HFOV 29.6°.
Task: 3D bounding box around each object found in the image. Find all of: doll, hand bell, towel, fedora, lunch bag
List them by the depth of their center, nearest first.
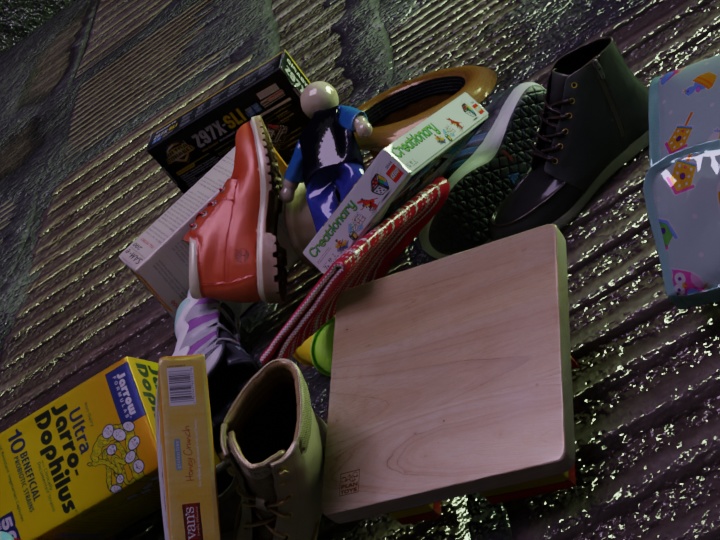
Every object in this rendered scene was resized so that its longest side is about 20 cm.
[{"bbox_3d":[0.302,-0.072,0.999,0.169,0.122,0.202,-16,43,33],"label":"lunch bag"},{"bbox_3d":[0.000,0.000,1.187,0.145,0.022,0.200,-52,-7,37],"label":"towel"},{"bbox_3d":[-0.031,-0.098,1.342,0.136,0.048,0.202,-31,60,38],"label":"doll"},{"bbox_3d":[0.033,-0.064,1.383,0.198,0.105,0.105,-6,40,28],"label":"hand bell"},{"bbox_3d":[0.064,-0.143,1.421,0.199,0.082,0.201,-23,20,9],"label":"fedora"}]

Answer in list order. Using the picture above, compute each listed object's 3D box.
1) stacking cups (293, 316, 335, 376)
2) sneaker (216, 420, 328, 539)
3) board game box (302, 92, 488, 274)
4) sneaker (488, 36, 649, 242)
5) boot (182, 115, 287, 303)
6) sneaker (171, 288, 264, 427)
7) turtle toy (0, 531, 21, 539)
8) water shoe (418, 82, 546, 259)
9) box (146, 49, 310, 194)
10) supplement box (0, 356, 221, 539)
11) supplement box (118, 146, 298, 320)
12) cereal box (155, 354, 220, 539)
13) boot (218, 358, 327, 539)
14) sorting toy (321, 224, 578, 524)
[{"bbox_3d":[0.012,0.080,1.206,0.061,0.061,0.199,-47,33,-16],"label":"stacking cups"},{"bbox_3d":[-0.068,0.165,1.148,0.199,0.076,0.071,-30,28,19],"label":"sneaker"},{"bbox_3d":[0.035,-0.079,1.200,0.127,0.035,0.200,-51,-5,31],"label":"board game box"},{"bbox_3d":[0.174,-0.116,1.234,0.200,0.106,0.075,-43,28,-7],"label":"sneaker"},{"bbox_3d":[-0.132,-0.063,1.393,0.106,0.075,0.203,-4,70,9],"label":"boot"},{"bbox_3d":[-0.131,0.081,1.364,0.139,0.078,0.202,-11,48,40],"label":"sneaker"},{"bbox_3d":[-0.329,0.292,1.190,0.199,0.145,0.102,-26,50,25],"label":"turtle toy"},{"bbox_3d":[0.116,-0.092,1.310,0.201,0.071,0.079,-53,23,-14],"label":"water shoe"},{"bbox_3d":[-0.122,-0.138,1.578,0.199,0.160,0.050,-28,28,22],"label":"box"},{"bbox_3d":[-0.247,0.179,1.269,0.199,0.109,0.110,-31,69,16],"label":"supplement box"},{"bbox_3d":[-0.146,-0.033,1.488,0.200,0.126,0.073,-43,28,-10],"label":"supplement box"},{"bbox_3d":[-0.135,0.156,1.052,0.039,0.146,0.200,-5,-14,-10],"label":"cereal box"},{"bbox_3d":[-0.071,0.182,1.017,0.072,0.156,0.202,13,64,15],"label":"boot"},{"bbox_3d":[0.077,0.089,1.037,0.198,0.070,0.201,-18,49,28],"label":"sorting toy"}]
